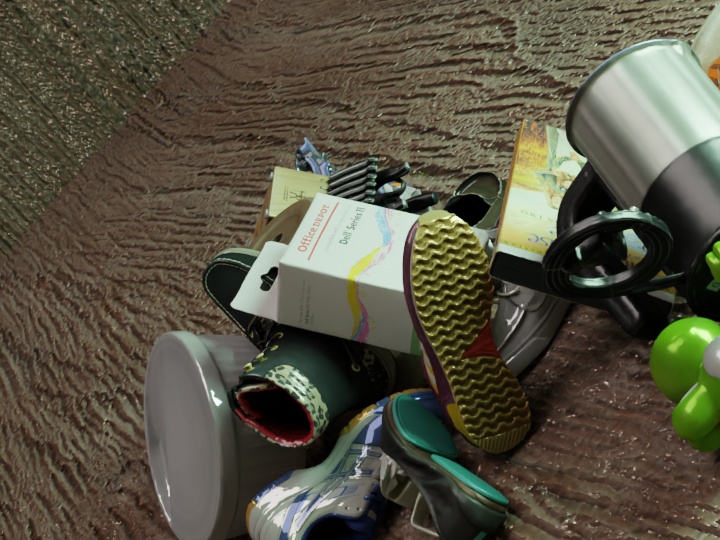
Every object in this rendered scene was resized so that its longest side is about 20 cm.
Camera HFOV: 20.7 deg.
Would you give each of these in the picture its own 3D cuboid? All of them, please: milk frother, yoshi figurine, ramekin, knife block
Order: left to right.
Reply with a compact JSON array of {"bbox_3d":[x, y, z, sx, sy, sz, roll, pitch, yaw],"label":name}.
[{"bbox_3d":[-0.123,0.150,1.802,0.094,0.203,0.202,-7,2,-25],"label":"ramekin"},{"bbox_3d":[-0.013,-0.035,1.938,0.200,0.175,0.064,112,167,-53],"label":"knife block"},{"bbox_3d":[0.198,-0.064,1.403,0.180,0.200,0.188,-41,50,11],"label":"milk frother"},{"bbox_3d":[0.268,0.027,1.338,0.200,0.112,0.112,-50,3,-2],"label":"yoshi figurine"}]

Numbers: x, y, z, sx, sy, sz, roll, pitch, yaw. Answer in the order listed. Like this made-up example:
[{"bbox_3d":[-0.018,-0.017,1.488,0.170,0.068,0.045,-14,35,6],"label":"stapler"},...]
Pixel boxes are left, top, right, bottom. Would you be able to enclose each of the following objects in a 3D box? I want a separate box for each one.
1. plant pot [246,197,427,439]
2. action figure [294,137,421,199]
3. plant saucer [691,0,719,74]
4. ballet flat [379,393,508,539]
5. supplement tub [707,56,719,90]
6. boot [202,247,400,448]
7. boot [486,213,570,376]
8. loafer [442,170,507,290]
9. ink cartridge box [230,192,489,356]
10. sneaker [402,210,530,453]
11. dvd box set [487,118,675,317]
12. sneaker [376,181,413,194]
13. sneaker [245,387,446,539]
[{"bbox_3d":[-0.023,0.029,1.838,0.200,0.175,0.200,-42,18,17],"label":"plant pot"},{"bbox_3d":[-0.017,-0.034,2.035,0.193,0.200,0.105,-35,-24,12],"label":"action figure"},{"bbox_3d":[0.374,-0.225,1.714,0.200,0.037,0.200,-41,19,18],"label":"plant saucer"},{"bbox_3d":[0.051,0.164,1.554,0.068,0.068,0.200,-59,25,9],"label":"ballet flat"},{"bbox_3d":[0.367,-0.166,1.473,0.200,0.123,0.123,-32,23,35],"label":"supplement tub"},{"bbox_3d":[-0.078,0.064,1.691,0.154,0.203,0.074,-32,-25,-58],"label":"boot"},{"bbox_3d":[0.134,0.002,1.673,0.200,0.096,0.074,-53,20,-19],"label":"boot"},{"bbox_3d":[0.114,-0.053,1.868,0.073,0.071,0.200,-42,19,13],"label":"loafer"},{"bbox_3d":[0.000,0.000,1.681,0.117,0.200,0.067,-65,-16,-53],"label":"ink cartridge box"},{"bbox_3d":[0.071,0.049,1.573,0.075,0.200,0.090,-18,9,-17],"label":"sneaker"},{"bbox_3d":[0.186,-0.042,1.590,0.200,0.146,0.029,-72,-2,-53],"label":"dvd box set"},{"bbox_3d":[-0.011,-0.026,2.107,0.200,0.075,0.078,-35,8,18],"label":"sneaker"},{"bbox_3d":[0.003,0.184,1.655,0.200,0.075,0.088,-39,48,-3],"label":"sneaker"}]
